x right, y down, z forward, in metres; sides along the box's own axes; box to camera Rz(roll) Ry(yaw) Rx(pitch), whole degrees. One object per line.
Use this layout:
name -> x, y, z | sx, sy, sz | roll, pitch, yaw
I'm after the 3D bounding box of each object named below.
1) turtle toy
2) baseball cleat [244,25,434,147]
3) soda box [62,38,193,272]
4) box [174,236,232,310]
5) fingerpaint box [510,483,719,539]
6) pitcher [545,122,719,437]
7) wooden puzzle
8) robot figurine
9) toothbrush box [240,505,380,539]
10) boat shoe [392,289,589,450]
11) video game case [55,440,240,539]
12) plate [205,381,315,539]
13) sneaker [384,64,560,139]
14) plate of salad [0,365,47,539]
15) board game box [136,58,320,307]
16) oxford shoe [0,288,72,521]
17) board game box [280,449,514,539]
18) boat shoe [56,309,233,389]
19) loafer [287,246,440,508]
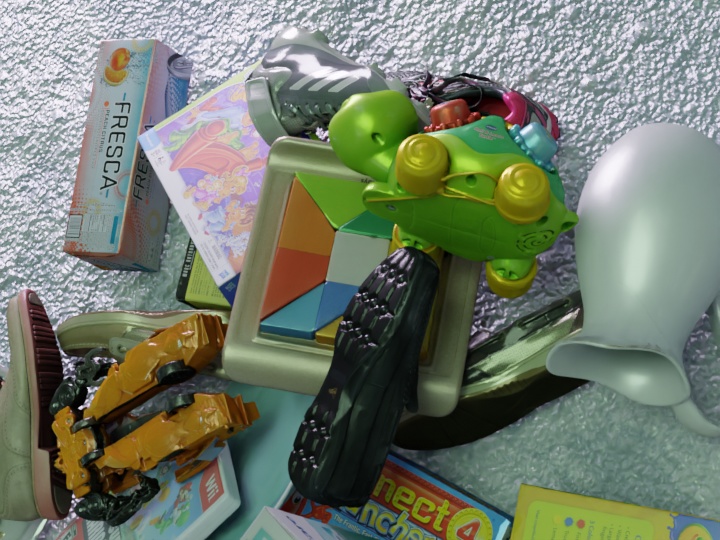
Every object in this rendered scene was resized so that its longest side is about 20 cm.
turtle toy -> 0.067, -0.071, 1.295 | 0.198, 0.146, 0.102 | 18, 62, 9
baseball cleat -> -0.023, -0.128, 1.420 | 0.107, 0.070, 0.200 | -49, 40, -3
soda box -> -0.206, -0.102, 1.573 | 0.063, 0.068, 0.202 | 3, 78, 27
box -> -0.056, 0.007, 1.477 | 0.198, 0.050, 0.076 | 6, 78, 29
fingerpaint box -> 0.182, 0.270, 1.267 | 0.166, 0.073, 0.202 | 6, 79, 29
pitcher -> 0.229, 0.009, 1.297 | 0.121, 0.171, 0.201 | -21, 44, 50
wooden puzzle -> 0.000, 0.000, 1.356 | 0.183, 0.037, 0.202 | 9, 71, 5
robot figurine -> -0.177, 0.123, 1.444 | 0.199, 0.058, 0.146 | -31, 66, 33
toothbrush box -> -0.037, 0.262, 1.244 | 0.085, 0.200, 0.147 | 38, 95, 30
boat shoe -> 0.107, 0.077, 1.367 | 0.200, 0.072, 0.066 | -26, 55, 19
video game case -> -0.182, 0.211, 1.457 | 0.200, 0.017, 0.143 | -43, 29, 13
plate -> -0.075, 0.137, 1.421 | 0.200, 0.025, 0.201 | -45, 31, 36
sneaker -> 0.063, -0.133, 1.442 | 0.198, 0.075, 0.081 | 7, 79, 29
plate of salad -> -0.357, 0.181, 1.582 | 0.198, 0.048, 0.202 | -8, 72, 26
board game box -> -0.091, -0.074, 1.477 | 0.134, 0.045, 0.200 | -32, 50, -1
oxford shoe -> -0.298, 0.117, 1.522 | 0.074, 0.070, 0.202 | -8, 79, 11
board game box -> 0.006, 0.243, 1.375 | 0.199, 0.056, 0.197 | 25, 88, 30
boat shoe -> -0.179, 0.070, 1.510 | 0.198, 0.072, 0.066 | -2, 80, 28
loafer -> 0.013, 0.080, 1.295 | 0.068, 0.070, 0.202 | 32, 101, 57
